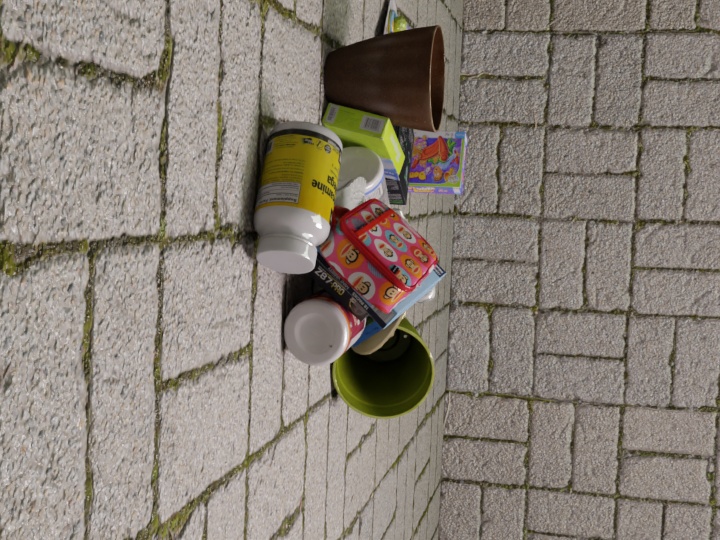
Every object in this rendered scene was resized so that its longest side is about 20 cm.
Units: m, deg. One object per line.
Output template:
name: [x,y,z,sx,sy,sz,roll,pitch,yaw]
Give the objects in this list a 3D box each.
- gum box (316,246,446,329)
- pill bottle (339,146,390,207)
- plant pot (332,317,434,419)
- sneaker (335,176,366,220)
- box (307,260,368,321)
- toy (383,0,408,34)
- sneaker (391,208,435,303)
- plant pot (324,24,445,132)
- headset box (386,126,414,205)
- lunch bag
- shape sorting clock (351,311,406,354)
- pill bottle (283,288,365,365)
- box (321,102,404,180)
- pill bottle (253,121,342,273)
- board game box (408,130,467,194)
gum box: [0.034,-0.013,1.635,0.045,0.170,0.200,-48,172,32]
pill bottle: [-0.002,-0.123,1.855,0.201,0.113,0.114,78,19,-52]
plant pot: [0.045,0.167,2.033,0.193,0.199,0.202,-90,179,-71]
sneaker: [-0.049,-0.119,1.659,0.200,0.080,0.077,-22,118,-68]
box: [-0.008,-0.018,1.686,0.049,0.161,0.200,-48,177,33]
toy: [0.083,-0.529,2.262,0.116,0.047,0.201,83,16,-46]
sneaker: [0.088,-0.030,1.944,0.080,0.070,0.201,93,-26,-70]
plant pot: [0.041,-0.344,1.795,0.187,0.199,0.188,3,90,-78]
headset box: [0.054,-0.253,2.128,0.200,0.092,0.175,64,32,-67]
lunch bag: [0.021,-0.033,1.520,0.082,0.176,0.200,-47,177,24]
shape sorting clock: [0.040,0.062,1.830,0.200,0.039,0.201,-48,-157,28]
pill bottle: [-0.052,0.087,1.689,0.200,0.109,0.110,-34,126,-75]
box: [0.010,-0.235,1.854,0.200,0.121,0.048,56,53,-70]
pill bottle: [-0.092,-0.103,1.442,0.113,0.112,0.201,65,31,-66]
board game box: [0.136,-0.246,2.259,0.045,0.199,0.135,55,40,-70]
